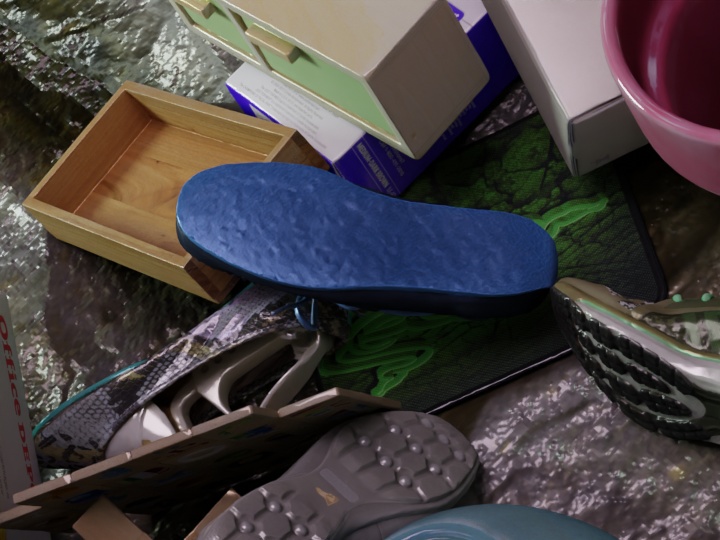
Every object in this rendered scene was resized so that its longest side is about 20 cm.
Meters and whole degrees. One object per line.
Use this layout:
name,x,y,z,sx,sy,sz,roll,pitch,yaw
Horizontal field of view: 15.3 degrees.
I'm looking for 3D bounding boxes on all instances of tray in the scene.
tray,-0.107,-0.047,1.513,0.099,0.037,0.200,-51,33,-13

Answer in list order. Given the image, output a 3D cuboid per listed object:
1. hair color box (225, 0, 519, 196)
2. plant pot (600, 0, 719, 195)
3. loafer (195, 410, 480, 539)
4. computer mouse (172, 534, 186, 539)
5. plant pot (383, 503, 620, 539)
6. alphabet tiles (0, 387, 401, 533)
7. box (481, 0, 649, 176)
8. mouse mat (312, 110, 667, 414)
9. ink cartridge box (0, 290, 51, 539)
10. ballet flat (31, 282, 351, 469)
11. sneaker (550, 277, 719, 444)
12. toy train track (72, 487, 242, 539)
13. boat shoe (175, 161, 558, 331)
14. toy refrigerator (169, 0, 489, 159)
hair color box,0.033,-0.136,1.519,0.200,0.065,0.109,-46,49,-7
plant pot,0.239,-0.094,1.309,0.199,0.179,0.201,-14,54,19
loafer,-0.016,0.126,1.322,0.070,0.070,0.200,45,40,21
computer mouse,-0.065,0.208,1.355,0.140,0.046,0.200,-25,45,5
plant pot,0.055,0.188,1.242,0.199,0.135,0.201,-14,53,19
alphabet tiles,-0.083,0.098,1.360,0.199,0.166,0.006,-21,77,16
box,0.098,-0.158,1.425,0.068,0.082,0.201,-25,70,-2
mouse mat,0.058,-0.002,1.455,0.199,0.008,0.161,-26,50,11
ink cartridge box,-0.267,0.090,1.373,0.145,0.200,0.147,-13,84,12
ballet flat,-0.088,0.067,1.444,0.200,0.072,0.072,-34,49,8
sneaker,0.187,0.038,1.329,0.199,0.077,0.089,23,58,31
toy train track,-0.123,0.191,1.339,0.115,0.033,0.200,42,83,8
boat shoe,0.000,0.000,1.392,0.199,0.069,0.084,15,66,3
toy refrigerator,-0.030,-0.139,1.463,0.070,0.076,0.200,-48,50,-11
